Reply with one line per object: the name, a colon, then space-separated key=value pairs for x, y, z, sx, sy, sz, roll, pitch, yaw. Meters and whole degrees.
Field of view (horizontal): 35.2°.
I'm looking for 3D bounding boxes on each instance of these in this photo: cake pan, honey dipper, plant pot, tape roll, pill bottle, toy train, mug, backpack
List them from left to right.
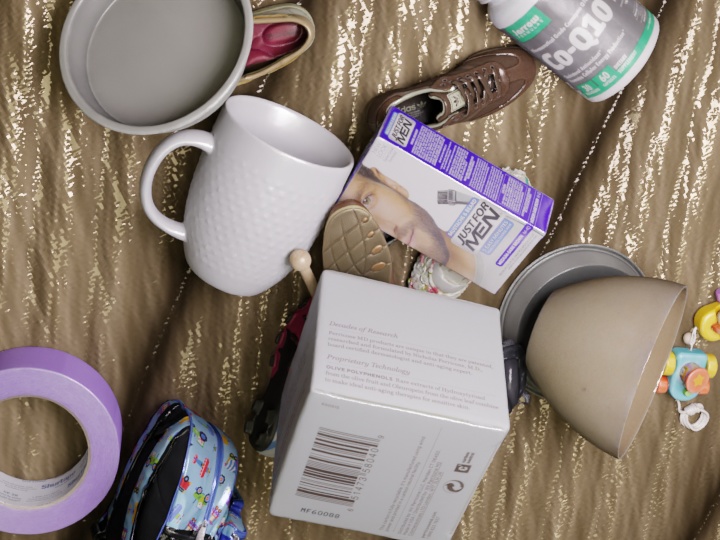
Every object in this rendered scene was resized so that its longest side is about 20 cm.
tape roll: x=-0.368 y=0.190 z=1.269 sx=0.198 sy=0.066 sz=0.202 roll=-3 pitch=108 yaw=-9
cake pan: x=-0.197 y=-0.222 z=1.120 sx=0.198 sy=0.037 sz=0.202 roll=-3 pitch=74 yaw=11
backpack: x=-0.199 y=0.255 z=1.266 sx=0.134 sy=0.182 sz=0.201 roll=21 pitch=91 yaw=-24
mug: x=-0.131 y=-0.076 z=1.176 sx=0.199 sy=0.148 sz=0.176 roll=17 pitch=114 yaw=-26
honey dipper: x=-0.035 y=0.050 z=1.209 sx=0.038 sy=0.038 sz=0.201 roll=-25 pitch=135 yaw=-1
pill bottle: x=0.206 y=-0.278 z=1.191 sx=0.199 sy=0.113 sz=0.113 roll=34 pitch=99 yaw=-17
cake pan: x=0.262 y=0.070 z=1.351 sx=0.198 sy=0.037 sz=0.202 roll=-3 pitch=107 yaw=-8
plant pot: x=0.261 y=0.089 z=1.255 sx=0.134 sy=0.200 sz=0.202 roll=21 pitch=106 yaw=22
toy train: x=0.456 y=0.109 z=1.386 sx=0.200 sy=0.056 sz=0.150 roll=-45 pitch=109 yaw=6

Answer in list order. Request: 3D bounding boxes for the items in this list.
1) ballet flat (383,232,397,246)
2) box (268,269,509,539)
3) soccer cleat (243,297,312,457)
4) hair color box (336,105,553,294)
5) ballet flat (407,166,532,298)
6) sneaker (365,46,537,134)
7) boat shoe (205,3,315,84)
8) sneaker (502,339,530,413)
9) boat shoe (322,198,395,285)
ballet flat: x=0.046 y=-0.071 z=1.259 sx=0.199 sy=0.057 sz=0.067 roll=-35 pitch=109 yaw=3
box: x=0.025 y=0.142 z=1.154 sx=0.198 sy=0.172 sz=0.200 roll=12 pitch=131 yaw=-9
soccer cleat: x=-0.063 y=0.123 z=1.306 sx=0.086 sy=0.070 sz=0.201 roll=17 pitch=103 yaw=-37
hair color box: x=0.087 y=-0.071 z=1.186 sx=0.199 sy=0.065 sz=0.110 roll=30 pitch=134 yaw=-5
ballet flat: x=0.123 y=-0.031 z=1.282 sx=0.075 sy=0.064 sz=0.201 roll=33 pitch=100 yaw=-18
sneaker: x=0.105 y=-0.182 z=1.224 sx=0.199 sy=0.076 sz=0.071 roll=-22 pitch=110 yaw=-1
boat shoe: x=-0.141 y=-0.226 z=1.174 sx=0.199 sy=0.066 sz=0.074 roll=-23 pitch=110 yaw=-2
sneaker: x=0.120 y=0.095 z=1.307 sx=0.113 sy=0.075 sz=0.201 roll=-34 pitch=101 yaw=-21
boat shoe: x=0.001 y=0.000 z=1.214 sx=0.071 sy=0.068 sz=0.201 roll=-16 pitch=131 yaw=2
